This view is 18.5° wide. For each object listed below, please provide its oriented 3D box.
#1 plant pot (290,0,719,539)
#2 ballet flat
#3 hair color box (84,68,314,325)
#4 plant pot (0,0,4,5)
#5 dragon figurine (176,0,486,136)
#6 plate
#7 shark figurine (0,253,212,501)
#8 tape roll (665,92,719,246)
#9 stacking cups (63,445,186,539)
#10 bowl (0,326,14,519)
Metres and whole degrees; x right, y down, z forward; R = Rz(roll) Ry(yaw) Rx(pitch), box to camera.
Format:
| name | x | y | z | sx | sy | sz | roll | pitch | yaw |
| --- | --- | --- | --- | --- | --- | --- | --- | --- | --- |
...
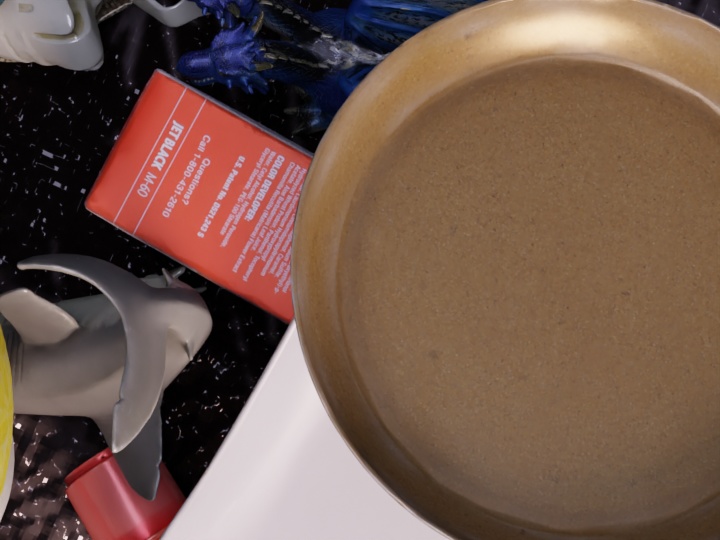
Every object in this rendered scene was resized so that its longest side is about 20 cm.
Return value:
| name | x | y | z | sx | sy | sz | roll | pitch | yaw |
| --- | --- | --- | --- | --- | --- | --- | --- | --- | --- |
| plant pot | 0.075 | 0.005 | 0.740 | 0.198 | 0.028 | 0.202 | 1 | 74 | -5 |
| ballet flat | -0.095 | -0.124 | 0.889 | 0.199 | 0.068 | 0.076 | -26 | 63 | -1 |
| hair color box | 0.000 | 0.000 | 0.862 | 0.199 | 0.111 | 0.064 | 28 | 91 | 4 |
| plant pot | -0.260 | -0.167 | 0.849 | 0.199 | 0.141 | 0.143 | -7 | 80 | 28 |
| dragon figurine | 0.020 | -0.081 | 0.868 | 0.198 | 0.099 | 0.059 | 7 | 87 | -3 |
| plate | 0.038 | 0.106 | 0.804 | 0.199 | 0.032 | 0.200 | 34 | 117 | 4 |
| shark figurine | -0.088 | 0.043 | 0.834 | 0.127 | 0.214 | 0.090 | -7 | 86 | -29 |
| tape roll | 0.204 | 0.006 | 0.835 | 0.201 | 0.139 | 0.205 | 0 | 86 | 3 |
| stacking cups | -0.050 | 0.158 | 0.883 | 0.060 | 0.061 | 0.201 | -31 | 86 | 1 |
| bowl | -0.183 | 0.061 | 0.752 | 0.199 | 0.107 | 0.202 | -12 | 68 | 32 |
